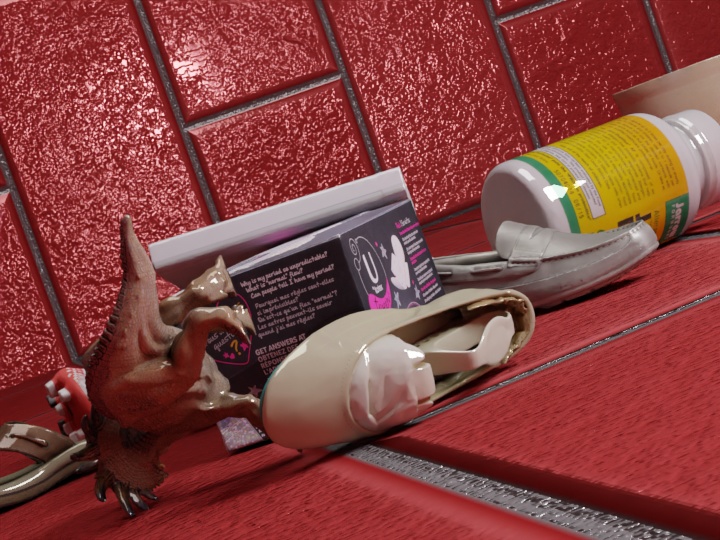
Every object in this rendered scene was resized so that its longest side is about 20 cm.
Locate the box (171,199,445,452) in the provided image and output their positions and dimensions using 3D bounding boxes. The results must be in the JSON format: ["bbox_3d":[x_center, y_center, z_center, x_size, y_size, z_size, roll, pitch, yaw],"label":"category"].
[{"bbox_3d":[-0.026,0.031,0.988,0.131,0.116,0.200,-19,3,18],"label":"box"}]

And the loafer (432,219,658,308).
[{"bbox_3d":[0.125,-0.005,1.070,0.199,0.070,0.070,-19,3,26],"label":"loafer"}]

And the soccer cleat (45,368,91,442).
[{"bbox_3d":[-0.229,0.111,1.259,0.085,0.069,0.200,-25,0,-16],"label":"soccer cleat"}]

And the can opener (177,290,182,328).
[{"bbox_3d":[-0.173,0.069,1.268,0.067,0.052,0.200,-61,17,16],"label":"can opener"}]

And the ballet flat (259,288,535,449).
[{"bbox_3d":[0.030,0.051,0.806,0.069,0.070,0.199,-17,4,45],"label":"ballet flat"}]

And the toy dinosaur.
[{"bbox_3d":[-0.120,0.066,0.797,0.135,0.086,0.201,-23,-39,-2],"label":"toy dinosaur"}]

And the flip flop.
[{"bbox_3d":[-0.246,0.137,1.094,0.199,0.058,0.081,-21,3,-21],"label":"flip flop"}]

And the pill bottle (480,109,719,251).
[{"bbox_3d":[0.210,-0.065,1.187,0.199,0.114,0.113,-21,3,-23],"label":"pill bottle"}]

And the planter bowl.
[{"bbox_3d":[0.423,-0.186,1.729,0.199,0.136,0.200,-20,4,1],"label":"planter bowl"}]

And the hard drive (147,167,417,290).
[{"bbox_3d":[-0.056,-0.028,1.124,0.198,0.026,0.132,-18,-11,4],"label":"hard drive"}]
